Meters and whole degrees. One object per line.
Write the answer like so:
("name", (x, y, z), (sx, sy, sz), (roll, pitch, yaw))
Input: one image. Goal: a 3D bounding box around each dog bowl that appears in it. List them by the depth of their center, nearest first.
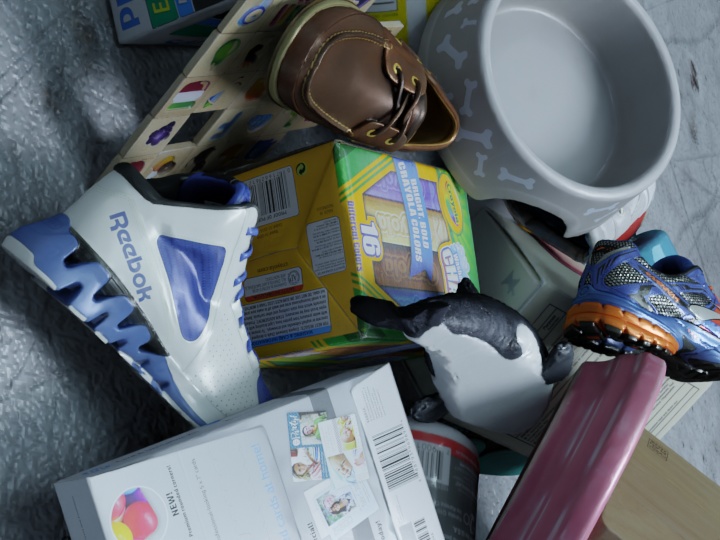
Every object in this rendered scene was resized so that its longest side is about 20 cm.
("dog bowl", (0.138, -0.125, 0.896), (0.200, 0.059, 0.200), (8, 73, -29))

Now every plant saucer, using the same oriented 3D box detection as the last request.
("plant saucer", (0.131, 0.136, 0.842), (0.201, 0.051, 0.201), (-59, 171, -15))

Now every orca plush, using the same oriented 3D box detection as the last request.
("orca plush", (0.058, 0.039, 0.789), (0.200, 0.105, 0.071), (23, 40, -47))

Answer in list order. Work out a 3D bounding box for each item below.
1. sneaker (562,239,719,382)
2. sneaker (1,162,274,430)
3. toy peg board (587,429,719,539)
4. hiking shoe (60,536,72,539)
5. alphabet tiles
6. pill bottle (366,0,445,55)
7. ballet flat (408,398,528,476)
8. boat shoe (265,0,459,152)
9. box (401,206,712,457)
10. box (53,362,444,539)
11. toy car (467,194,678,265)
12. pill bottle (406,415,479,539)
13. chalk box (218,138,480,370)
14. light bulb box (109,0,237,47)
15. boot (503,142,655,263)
("sneaker", (0.227, 0.031, 0.898), (0.200, 0.075, 0.078), (20, 74, -37))
("sneaker", (-0.088, 0.012, 0.714), (0.115, 0.081, 0.199), (-47, 126, -9))
("toy peg board", (0.227, 0.229, 0.879), (0.200, 0.098, 0.199), (39, 20, 8))
("hiking shoe", (-0.079, 0.138, 0.732), (0.200, 0.074, 0.087), (-36, 110, -56))
("alphabet tiles", (-0.054, -0.114, 0.788), (0.008, 0.167, 0.200), (52, 31, 12))
("pill bottle", (0.013, -0.218, 0.918), (0.109, 0.109, 0.200), (-61, 153, -48))
("ballet flat", (0.073, 0.125, 1.000), (0.200, 0.074, 0.074), (17, 65, -57))
("boat shoe", (0.009, -0.109, 0.766), (0.072, 0.068, 0.200), (-61, 161, 8))
("box", (0.141, 0.063, 0.975), (0.200, 0.128, 0.109), (28, 20, -33))
("box", (-0.044, 0.151, 0.683), (0.200, 0.041, 0.156), (-18, 90, -41))
("toy car", (0.125, -0.030, 1.047), (0.200, 0.177, 0.184), (-36, 99, -43))
("pill bottle", (0.015, 0.203, 0.819), (0.114, 0.114, 0.200), (38, 48, -45))
("chalk box", (0.000, 0.000, 0.862), (0.200, 0.124, 0.124), (9, 71, -55))
("light bulb box", (-0.060, -0.256, 0.791), (0.125, 0.200, 0.198), (-12, 88, -57))
("boot", (0.126, -0.098, 0.958), (0.200, 0.074, 0.096), (44, 55, 3))
